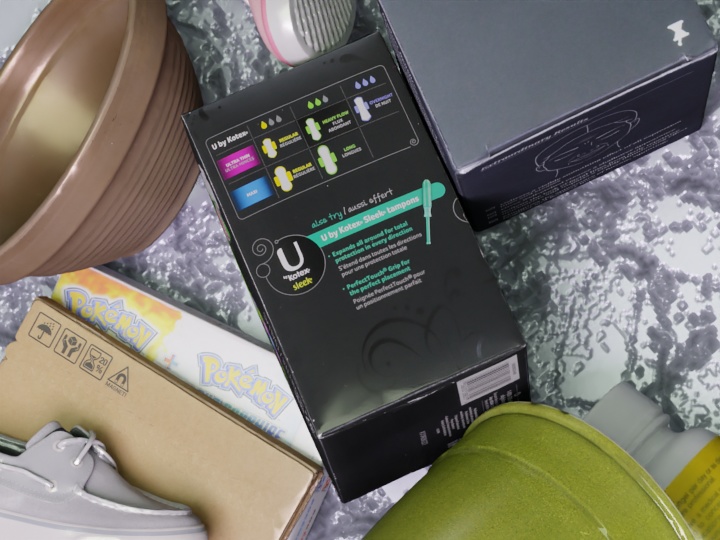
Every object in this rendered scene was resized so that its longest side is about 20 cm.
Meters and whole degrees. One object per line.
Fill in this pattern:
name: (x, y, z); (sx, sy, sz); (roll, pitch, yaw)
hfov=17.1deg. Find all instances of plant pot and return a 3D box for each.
plant pot: (-0.153, -0.071, 1.397); (0.092, 0.201, 0.201); (30, 94, -26)
plant pot: (0.053, 0.200, 1.233); (0.192, 0.201, 0.201); (-31, 76, -32)

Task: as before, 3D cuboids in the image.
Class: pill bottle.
pill bottle: (0.191, 0.159, 1.307); (0.200, 0.114, 0.114); (40, 96, 13)

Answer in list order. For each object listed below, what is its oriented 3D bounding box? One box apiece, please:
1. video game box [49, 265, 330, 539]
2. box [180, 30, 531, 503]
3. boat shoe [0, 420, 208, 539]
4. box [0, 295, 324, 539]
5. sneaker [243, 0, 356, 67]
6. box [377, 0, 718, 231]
video game box: (-0.119, 0.114, 1.422); (0.199, 0.047, 0.183); (24, 90, 14)
box: (0.000, 0.000, 1.323); (0.124, 0.149, 0.201); (-24, 70, -3)
boat shoe: (-0.177, 0.119, 1.359); (0.199, 0.072, 0.069); (10, 92, 24)
box: (-0.144, 0.135, 1.391); (0.199, 0.021, 0.164); (31, 96, 13)
sneaker: (-0.062, -0.174, 1.377); (0.104, 0.075, 0.201); (-18, 40, 19)
box: (0.101, -0.111, 1.294); (0.148, 0.200, 0.108); (-25, 81, 1)
